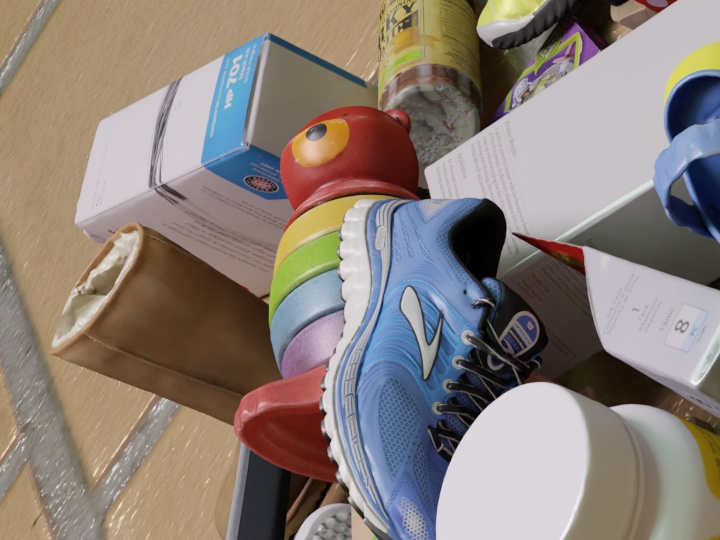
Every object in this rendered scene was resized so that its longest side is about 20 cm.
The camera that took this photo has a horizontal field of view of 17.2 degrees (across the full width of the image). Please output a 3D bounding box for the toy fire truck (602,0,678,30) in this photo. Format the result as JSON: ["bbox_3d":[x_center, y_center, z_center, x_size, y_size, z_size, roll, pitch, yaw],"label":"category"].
[{"bbox_3d":[0.224,-0.215,1.234,0.200,0.128,0.177,-21,52,62],"label":"toy fire truck"}]

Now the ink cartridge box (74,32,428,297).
[{"bbox_3d":[-0.066,-0.060,1.519,0.199,0.146,0.087,-18,55,51],"label":"ink cartridge box"}]

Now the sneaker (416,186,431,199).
[{"bbox_3d":[0.021,0.043,1.335,0.099,0.071,0.202,19,88,39],"label":"sneaker"}]

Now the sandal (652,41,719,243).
[{"bbox_3d":[0.197,-0.009,1.061,0.080,0.200,0.087,-50,-9,33],"label":"sandal"}]

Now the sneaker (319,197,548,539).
[{"bbox_3d":[0.036,0.043,1.074,0.088,0.079,0.201,-14,52,21],"label":"sneaker"}]

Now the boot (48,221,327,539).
[{"bbox_3d":[-0.099,0.074,1.424,0.176,0.199,0.066,-53,33,19],"label":"boot"}]

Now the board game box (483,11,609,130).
[{"bbox_3d":[0.091,-0.041,1.381,0.201,0.032,0.120,-55,35,16],"label":"board game box"}]

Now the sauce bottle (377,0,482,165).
[{"bbox_3d":[0.042,-0.144,1.482,0.065,0.064,0.201,-47,24,28],"label":"sauce bottle"}]

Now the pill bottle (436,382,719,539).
[{"bbox_3d":[0.137,0.126,1.027,0.114,0.199,0.115,-35,41,39],"label":"pill bottle"}]

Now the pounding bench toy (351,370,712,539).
[{"bbox_3d":[0.057,0.146,1.178,0.200,0.155,0.125,-38,40,38],"label":"pounding bench toy"}]

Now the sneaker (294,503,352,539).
[{"bbox_3d":[-0.024,0.221,1.279,0.114,0.072,0.202,-174,80,-65],"label":"sneaker"}]

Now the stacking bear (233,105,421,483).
[{"bbox_3d":[0.000,0.000,1.255,0.121,0.114,0.201,-22,52,22],"label":"stacking bear"}]

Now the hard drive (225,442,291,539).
[{"bbox_3d":[-0.062,0.188,1.338,0.200,0.033,0.141,-85,1,-67],"label":"hard drive"}]

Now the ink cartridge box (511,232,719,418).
[{"bbox_3d":[0.163,0.048,1.068,0.048,0.159,0.200,-63,26,-4],"label":"ink cartridge box"}]

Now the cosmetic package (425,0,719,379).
[{"bbox_3d":[0.140,-0.048,1.196,0.199,0.085,0.108,-31,41,19],"label":"cosmetic package"}]

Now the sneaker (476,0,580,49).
[{"bbox_3d":[0.126,-0.219,1.388,0.200,0.076,0.075,-53,10,12],"label":"sneaker"}]
